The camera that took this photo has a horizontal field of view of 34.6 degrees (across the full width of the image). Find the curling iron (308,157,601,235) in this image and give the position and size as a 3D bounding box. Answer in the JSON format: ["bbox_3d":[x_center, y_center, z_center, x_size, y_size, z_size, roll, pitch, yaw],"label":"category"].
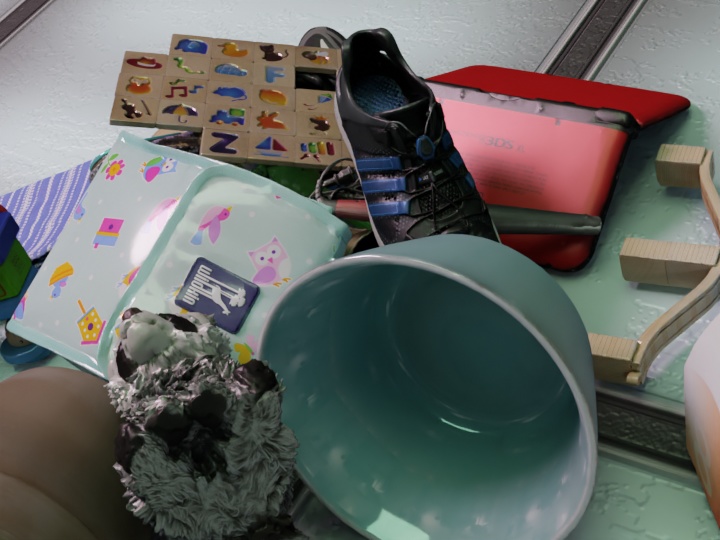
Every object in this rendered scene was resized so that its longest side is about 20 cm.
[{"bbox_3d":[0.063,-0.045,0.785,0.200,0.026,0.050,8,55,8],"label":"curling iron"}]

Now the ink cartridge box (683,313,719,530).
[{"bbox_3d":[0.195,0.083,0.550,0.050,0.200,0.162,-15,42,7],"label":"ink cartridge box"}]

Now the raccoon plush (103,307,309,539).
[{"bbox_3d":[-0.092,0.115,0.665,0.097,0.200,0.134,-14,16,-15],"label":"raccoon plush"}]

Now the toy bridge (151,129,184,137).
[{"bbox_3d":[-0.198,-0.050,0.969,0.067,0.027,0.200,18,55,34],"label":"toy bridge"}]

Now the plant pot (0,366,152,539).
[{"bbox_3d":[-0.200,0.152,0.666,0.200,0.200,0.174,-5,27,16],"label":"plant pot"}]

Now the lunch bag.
[{"bbox_3d":[-0.114,0.013,0.779,0.200,0.122,0.170,20,77,39],"label":"lunch bag"}]

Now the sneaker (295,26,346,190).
[{"bbox_3d":[-0.034,-0.144,0.961,0.071,0.083,0.200,-8,44,14],"label":"sneaker"}]

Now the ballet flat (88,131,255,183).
[{"bbox_3d":[-0.128,-0.091,0.955,0.072,0.072,0.200,22,38,37],"label":"ballet flat"}]

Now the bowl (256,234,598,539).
[{"bbox_3d":[0.053,0.059,0.661,0.201,0.201,0.105,8,30,28],"label":"bowl"}]

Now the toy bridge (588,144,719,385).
[{"bbox_3d":[0.204,-0.004,0.754,0.067,0.027,0.200,8,51,28],"label":"toy bridge"}]

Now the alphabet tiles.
[{"bbox_3d":[-0.082,-0.130,0.872,0.200,0.008,0.167,4,40,-6],"label":"alphabet tiles"}]

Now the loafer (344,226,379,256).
[{"bbox_3d":[0.000,0.000,0.811,0.200,0.067,0.076,18,55,34],"label":"loafer"}]

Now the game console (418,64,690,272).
[{"bbox_3d":[0.124,-0.087,0.890,0.200,0.119,0.173,16,85,34],"label":"game console"}]

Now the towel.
[{"bbox_3d":[-0.295,-0.033,0.964,0.200,0.024,0.145,-18,35,18],"label":"towel"}]

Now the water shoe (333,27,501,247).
[{"bbox_3d":[0.030,-0.068,0.740,0.071,0.079,0.200,-24,61,-9],"label":"water shoe"}]

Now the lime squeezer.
[{"bbox_3d":[-0.065,-0.057,0.893,0.200,0.071,0.038,4,48,25],"label":"lime squeezer"}]

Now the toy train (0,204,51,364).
[{"bbox_3d":[-0.334,0.033,0.880,0.200,0.116,0.085,-16,34,13],"label":"toy train"}]
